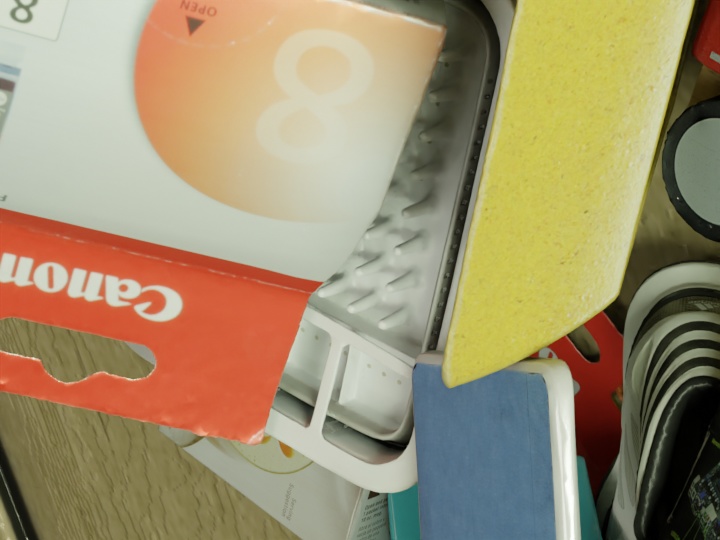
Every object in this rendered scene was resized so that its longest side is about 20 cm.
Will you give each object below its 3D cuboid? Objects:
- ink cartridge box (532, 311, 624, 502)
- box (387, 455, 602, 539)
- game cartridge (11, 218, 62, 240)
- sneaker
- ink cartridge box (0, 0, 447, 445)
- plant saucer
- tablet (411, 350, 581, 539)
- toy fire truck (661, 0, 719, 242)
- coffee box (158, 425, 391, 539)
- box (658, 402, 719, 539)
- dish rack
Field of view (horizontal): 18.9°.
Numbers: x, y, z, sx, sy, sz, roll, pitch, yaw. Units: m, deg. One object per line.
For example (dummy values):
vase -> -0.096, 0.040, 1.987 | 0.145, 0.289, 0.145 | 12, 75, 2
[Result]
ink cartridge box -> 0.038, 0.059, 0.934 | 0.160, 0.047, 0.200 | 52, 145, 12
box -> 0.057, 0.158, 0.907 | 0.201, 0.082, 0.049 | 86, 178, -50
game cartridge -> -0.145, -0.117, 0.794 | 0.130, 0.038, 0.201 | -107, -7, -78
sneaker -> 0.118, 0.109, 0.801 | 0.075, 0.116, 0.202 | 2, 119, 11
ink cartridge box -> -0.079, -0.025, 0.724 | 0.050, 0.161, 0.201 | -103, 30, -60
plant saucer -> 0.083, -0.088, 0.676 | 0.048, 0.200, 0.201 | 14, 123, 8
tablet -> 0.047, 0.127, 0.694 | 0.130, 0.014, 0.201 | 178, 89, -72
toy fire truck -> 0.189, -0.074, 0.620 | 0.176, 0.128, 0.201 | 36, 125, 30
coffee box -> 0.000, 0.000, 0.874 | 0.114, 0.080, 0.201 | 33, 121, 29
box -> 0.130, 0.125, 0.632 | 0.047, 0.194, 0.200 | 25, -176, -15
dish rack -> -0.013, -0.037, 0.792 | 0.171, 0.043, 0.201 | 28, 119, 32
